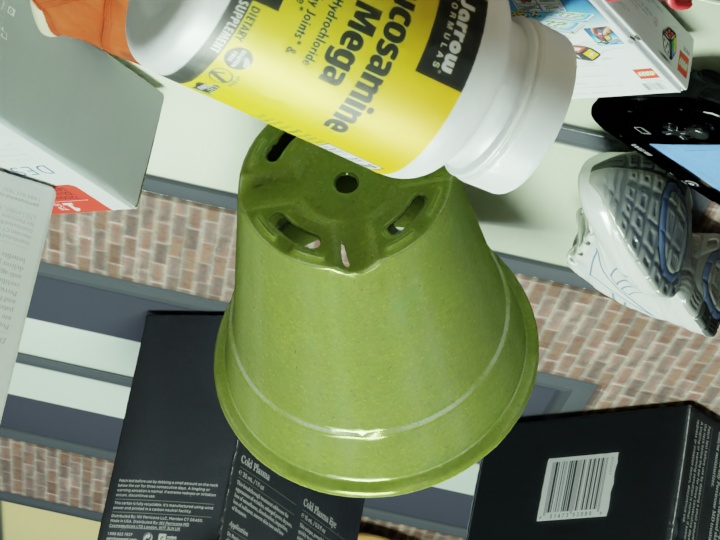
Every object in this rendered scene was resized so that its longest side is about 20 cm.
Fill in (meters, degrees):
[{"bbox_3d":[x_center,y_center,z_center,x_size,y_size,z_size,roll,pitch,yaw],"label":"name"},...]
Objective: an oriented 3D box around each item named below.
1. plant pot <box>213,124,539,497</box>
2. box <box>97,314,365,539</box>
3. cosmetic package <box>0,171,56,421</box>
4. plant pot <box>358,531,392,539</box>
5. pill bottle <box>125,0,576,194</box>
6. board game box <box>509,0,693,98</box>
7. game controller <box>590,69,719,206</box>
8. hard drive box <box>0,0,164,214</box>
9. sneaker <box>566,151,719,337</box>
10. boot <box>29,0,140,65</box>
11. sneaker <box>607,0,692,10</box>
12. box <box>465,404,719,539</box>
[{"bbox_3d":[0.000,0.000,1.739,0.199,0.201,0.190,8,149,11],"label":"plant pot"},{"bbox_3d":[-0.084,0.151,2.173,0.104,0.183,0.200,1,157,28],"label":"box"},{"bbox_3d":[-0.240,0.047,1.720,0.071,0.201,0.101,18,161,-16],"label":"cosmetic package"},{"bbox_3d":[-0.032,0.323,2.637,0.199,0.201,0.183,18,176,-16],"label":"plant pot"},{"bbox_3d":[-0.002,-0.112,1.424,0.199,0.113,0.112,23,158,-22],"label":"pill bottle"},{"bbox_3d":[0.056,-0.127,1.544,0.199,0.035,0.126,-1,156,32],"label":"board game box"},{"bbox_3d":[0.216,-0.055,1.643,0.104,0.042,0.200,-8,152,44],"label":"game controller"},{"bbox_3d":[-0.236,-0.105,1.714,0.155,0.077,0.200,-3,156,37],"label":"hard drive box"},{"bbox_3d":[0.155,-0.014,1.752,0.087,0.075,0.200,8,160,24],"label":"sneaker"},{"bbox_3d":[-0.131,-0.157,1.523,0.107,0.075,0.200,15,162,7],"label":"boot"},{"bbox_3d":[0.139,-0.175,1.245,0.078,0.116,0.200,10,160,5],"label":"sneaker"},{"bbox_3d":[0.216,0.194,2.202,0.199,0.125,0.196,-9,151,43],"label":"box"}]
